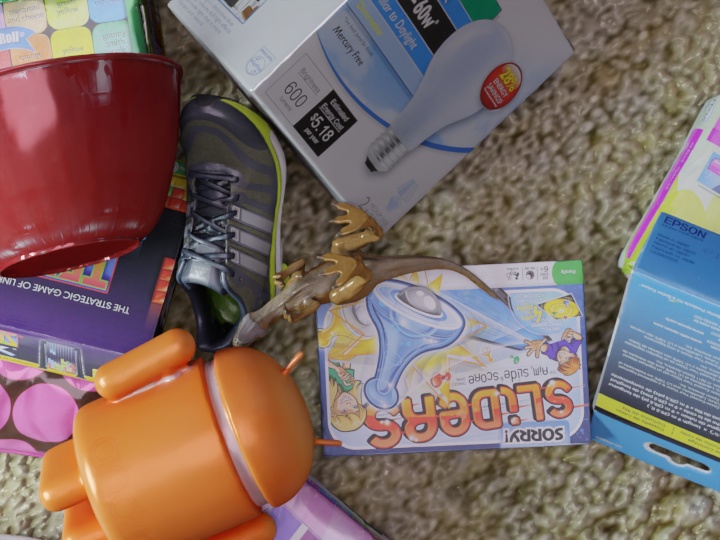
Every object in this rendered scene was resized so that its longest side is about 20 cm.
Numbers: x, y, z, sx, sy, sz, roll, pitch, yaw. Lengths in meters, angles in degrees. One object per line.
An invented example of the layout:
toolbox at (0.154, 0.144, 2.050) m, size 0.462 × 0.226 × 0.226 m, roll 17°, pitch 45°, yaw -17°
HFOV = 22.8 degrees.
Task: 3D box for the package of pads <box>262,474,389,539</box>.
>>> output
package of pads at (-0.049, 0.217, 1.294) m, size 0.200 × 0.076 × 0.121 m, roll 40°, pitch 92°, yaw 0°

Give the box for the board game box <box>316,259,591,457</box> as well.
board game box at (0.067, 0.064, 1.316) m, size 0.197 × 0.034 × 0.137 m, roll -3°, pitch 90°, yaw 0°

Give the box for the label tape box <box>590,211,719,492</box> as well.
label tape box at (0.248, 0.068, 1.257) m, size 0.142 × 0.201 × 0.066 m, roll 22°, pitch 54°, yaw 13°

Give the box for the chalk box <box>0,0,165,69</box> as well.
chalk box at (-0.207, -0.182, 1.233) m, size 0.123 × 0.200 × 0.126 m, roll -9°, pitch 90°, yaw 0°

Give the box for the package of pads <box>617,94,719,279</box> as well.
package of pads at (0.304, -0.011, 1.301) m, size 0.199 × 0.068 × 0.156 m, roll 30°, pitch 89°, yaw 0°

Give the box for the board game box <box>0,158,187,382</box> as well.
board game box at (-0.226, -0.018, 1.269) m, size 0.198 × 0.057 × 0.167 m, roll 13°, pitch 59°, yaw -1°

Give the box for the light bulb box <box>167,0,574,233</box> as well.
light bulb box at (0.012, -0.166, 1.223) m, size 0.200 × 0.198 × 0.125 m, roll -43°, pitch 50°, yaw -1°

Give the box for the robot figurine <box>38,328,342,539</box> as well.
robot figurine at (-0.116, 0.125, 1.208) m, size 0.198 × 0.117 × 0.145 m, roll -22°, pitch 73°, yaw 2°

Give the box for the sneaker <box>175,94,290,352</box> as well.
sneaker at (-0.093, -0.029, 1.243) m, size 0.073 × 0.081 × 0.202 m, roll 6°, pitch 126°, yaw 21°

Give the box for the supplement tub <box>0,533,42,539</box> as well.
supplement tub at (-0.280, 0.293, 1.264) m, size 0.130 × 0.132 × 0.203 m, roll 2°, pitch 88°, yaw 0°

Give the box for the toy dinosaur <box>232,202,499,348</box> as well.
toy dinosaur at (0.000, 0.000, 1.247) m, size 0.198 × 0.106 × 0.061 m, roll -15°, pitch 66°, yaw -8°

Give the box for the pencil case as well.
pencil case at (-0.255, 0.095, 1.288) m, size 0.197 × 0.091 × 0.095 m, roll 7°, pitch 81°, yaw -2°

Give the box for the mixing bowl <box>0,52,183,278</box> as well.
mixing bowl at (-0.202, -0.059, 1.169) m, size 0.198 × 0.200 × 0.110 m, roll -13°, pitch 83°, yaw -1°
